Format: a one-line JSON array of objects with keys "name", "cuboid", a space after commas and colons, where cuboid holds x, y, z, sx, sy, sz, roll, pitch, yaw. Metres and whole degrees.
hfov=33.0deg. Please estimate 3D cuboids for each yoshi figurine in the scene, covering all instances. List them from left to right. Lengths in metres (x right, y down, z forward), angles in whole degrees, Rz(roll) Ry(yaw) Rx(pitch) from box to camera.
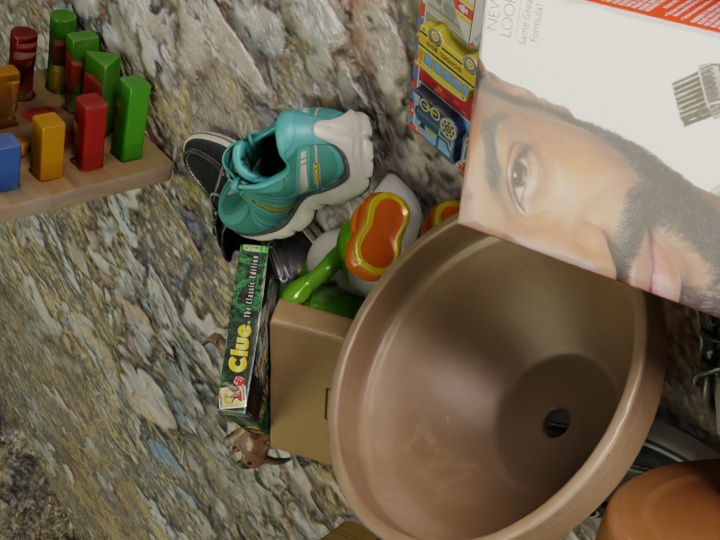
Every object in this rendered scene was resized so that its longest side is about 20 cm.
[{"name": "yoshi figurine", "cuboid": [0.003, 0.015, 0.834, 0.113, 0.112, 0.200, 54, 158, -3]}]

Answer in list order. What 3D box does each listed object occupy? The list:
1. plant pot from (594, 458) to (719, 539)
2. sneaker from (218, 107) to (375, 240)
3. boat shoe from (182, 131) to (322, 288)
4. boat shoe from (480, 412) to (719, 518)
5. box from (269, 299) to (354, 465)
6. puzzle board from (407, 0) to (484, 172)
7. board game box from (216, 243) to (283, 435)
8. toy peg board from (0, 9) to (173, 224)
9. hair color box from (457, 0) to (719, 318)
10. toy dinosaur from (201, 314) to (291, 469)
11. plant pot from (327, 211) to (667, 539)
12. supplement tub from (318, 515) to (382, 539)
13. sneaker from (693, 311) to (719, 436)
[{"name": "plant pot", "cuboid": [0.187, 0.184, 0.594, 0.199, 0.199, 0.141, 20, 119, 53]}, {"name": "sneaker", "cuboid": [-0.062, -0.075, 0.866, 0.200, 0.079, 0.078, -27, 60, 60]}, {"name": "boat shoe", "cuboid": [-0.095, -0.043, 0.997, 0.200, 0.062, 0.075, 47, 153, 28]}, {"name": "boat shoe", "cuboid": [0.121, 0.120, 0.722, 0.199, 0.057, 0.069, 11, 132, 33]}, {"name": "box", "cuboid": [0.033, 0.100, 0.836, 0.198, 0.021, 0.164, 16, 142, 9]}, {"name": "puzzle board", "cuboid": [0.095, -0.081, 0.665, 0.200, 0.017, 0.151, 44, 150, 29]}, {"name": "board game box", "cuboid": [-0.071, 0.054, 0.836, 0.200, 0.023, 0.106, 90, -176, -78]}, {"name": "toy peg board", "cuboid": [-0.304, -0.156, 1.129, 0.200, 0.198, 0.098, 42, 134, 33]}, {"name": "hair color box", "cuboid": [0.142, -0.045, 0.474, 0.199, 0.064, 0.112, 22, 123, 29]}, {"name": "toy dinosaur", "cuboid": [-0.061, 0.086, 1.058, 0.136, 0.086, 0.200, 50, 138, -4]}, {"name": "plant pot", "cuboid": [0.085, 0.068, 0.658, 0.093, 0.202, 0.200, 34, 175, -41]}, {"name": "supplement tub", "cuboid": [-0.009, 0.299, 1.037, 0.145, 0.199, 0.145, 42, 150, 32]}, {"name": "sneaker", "cuboid": [0.183, 0.025, 0.544, 0.074, 0.079, 0.202, 3, 118, 62]}]
